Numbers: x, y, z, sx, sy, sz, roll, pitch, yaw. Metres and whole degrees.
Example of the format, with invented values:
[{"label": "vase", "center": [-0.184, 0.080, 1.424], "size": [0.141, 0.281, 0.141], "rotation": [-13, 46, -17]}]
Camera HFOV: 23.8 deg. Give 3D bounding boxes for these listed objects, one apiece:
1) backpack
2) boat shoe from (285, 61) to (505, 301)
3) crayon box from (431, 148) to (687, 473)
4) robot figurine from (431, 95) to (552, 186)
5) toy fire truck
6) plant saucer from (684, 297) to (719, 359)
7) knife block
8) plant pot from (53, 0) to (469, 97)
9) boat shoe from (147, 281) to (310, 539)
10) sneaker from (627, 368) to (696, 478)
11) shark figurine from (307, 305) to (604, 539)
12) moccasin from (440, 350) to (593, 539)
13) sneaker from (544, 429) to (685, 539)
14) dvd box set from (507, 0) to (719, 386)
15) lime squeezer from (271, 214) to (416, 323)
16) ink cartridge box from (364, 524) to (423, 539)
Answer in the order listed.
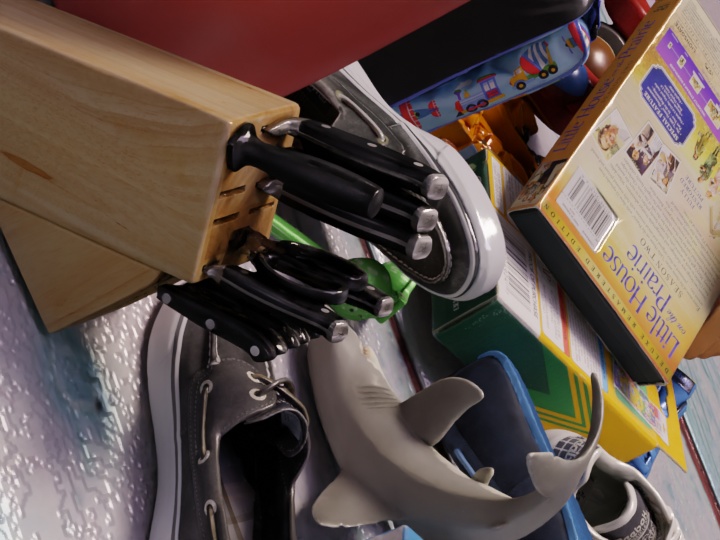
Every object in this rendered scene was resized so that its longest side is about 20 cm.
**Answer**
[{"label": "backpack", "center": [0.049, -0.201, 1.029], "size": [0.135, 0.181, 0.201], "rotation": [54, 22, -35]}, {"label": "boat shoe", "center": [-0.007, -0.056, 0.901], "size": [0.071, 0.072, 0.200], "rotation": [-16, 56, -44]}, {"label": "crayon box", "center": [0.119, 0.036, 1.037], "size": [0.200, 0.051, 0.126], "rotation": [41, 32, -33]}, {"label": "robot figurine", "center": [0.106, -0.061, 1.136], "size": [0.200, 0.058, 0.146], "rotation": [50, 32, -26]}, {"label": "toy fire truck", "center": [0.129, -0.170, 1.180], "size": [0.200, 0.112, 0.168], "rotation": [52, 28, 1]}, {"label": "plant saucer", "center": [0.272, -0.020, 1.098], "size": [0.037, 0.201, 0.200], "rotation": [35, 29, 3]}, {"label": "knife block", "center": [-0.068, -0.054, 0.693], "size": [0.201, 0.175, 0.064], "rotation": [65, 26, 1]}, {"label": "plant pot", "center": [-0.046, -0.173, 0.797], "size": [0.199, 0.177, 0.202], "rotation": [23, 51, -31]}, {"label": "boat shoe", "center": [-0.051, 0.078, 0.732], "size": [0.070, 0.066, 0.201], "rotation": [43, 34, -36]}, {"label": "sneaker", "center": [0.173, 0.095, 1.107], "size": [0.066, 0.078, 0.201], "rotation": [55, 30, -21]}, {"label": "shark figurine", "center": [0.026, 0.101, 0.794], "size": [0.089, 0.214, 0.129], "rotation": [-12, 107, -34]}, {"label": "moccasin", "center": [0.082, 0.135, 0.894], "size": [0.201, 0.068, 0.081], "rotation": [-109, 171, -47]}, {"label": "sneaker", "center": [0.158, 0.167, 0.993], "size": [0.200, 0.080, 0.077], "rotation": [43, 61, -26]}, {"label": "dvd box set", "center": [0.183, -0.052, 1.033], "size": [0.147, 0.029, 0.200], "rotation": [50, 58, -23]}, {"label": "lime squeezer", "center": [0.000, 0.000, 0.937], "size": [0.071, 0.038, 0.199], "rotation": [41, 16, 28]}, {"label": "ink cartridge box", "center": [0.050, 0.224, 0.788], "size": [0.200, 0.066, 0.116], "rotation": [46, 31, -32]}]
